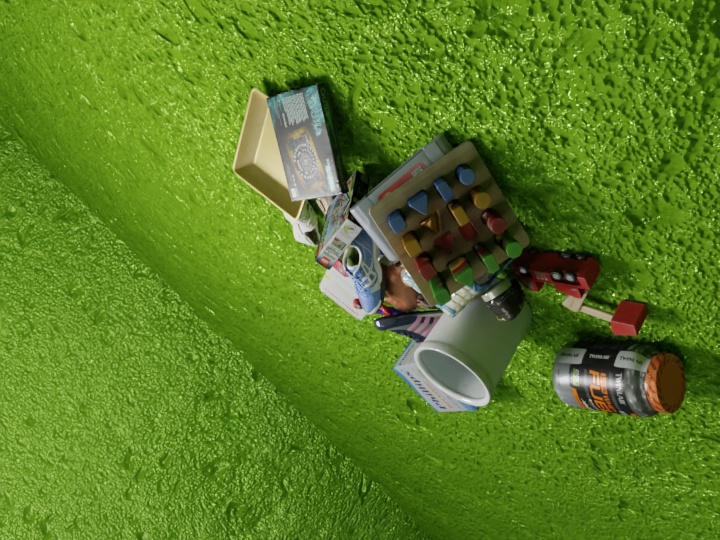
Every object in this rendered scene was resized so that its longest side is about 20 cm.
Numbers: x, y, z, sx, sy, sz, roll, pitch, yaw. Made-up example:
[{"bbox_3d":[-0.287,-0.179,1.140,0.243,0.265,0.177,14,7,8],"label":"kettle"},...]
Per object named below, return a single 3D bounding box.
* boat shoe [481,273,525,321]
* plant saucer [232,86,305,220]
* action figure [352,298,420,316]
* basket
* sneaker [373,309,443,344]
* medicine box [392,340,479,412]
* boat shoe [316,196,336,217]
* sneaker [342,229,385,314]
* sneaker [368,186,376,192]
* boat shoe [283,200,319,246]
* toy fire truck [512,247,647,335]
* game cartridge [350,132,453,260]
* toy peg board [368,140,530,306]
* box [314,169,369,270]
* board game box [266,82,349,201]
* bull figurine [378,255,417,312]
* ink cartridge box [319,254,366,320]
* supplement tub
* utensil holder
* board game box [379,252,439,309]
[{"bbox_3d":[0.256,0.050,1.035,0.061,0.071,0.201,56,-163,7],"label":"boat shoe"},{"bbox_3d":[-0.160,-0.240,1.198,0.199,0.048,0.202,38,127,18],"label":"plant saucer"},{"bbox_3d":[0.076,0.099,1.343,0.197,0.053,0.065,19,178,-9],"label":"action figure"},{"bbox_3d":[0.176,-0.035,1.062,0.176,0.139,0.201,39,128,10],"label":"basket"},{"bbox_3d":[0.125,0.132,1.283,0.070,0.196,0.084,176,92,-75],"label":"sneaker"},{"bbox_3d":[0.211,0.265,1.502,0.182,0.103,0.200,44,153,-7],"label":"medicine box"},{"bbox_3d":[-0.056,-0.151,1.256,0.071,0.076,0.202,21,139,41],"label":"boat shoe"},{"bbox_3d":[0.000,0.000,1.169,0.075,0.076,0.203,18,126,43],"label":"sneaker"},{"bbox_3d":[0.042,-0.117,1.099,0.200,0.076,0.080,-141,46,-65],"label":"sneaker"},{"bbox_3d":[-0.130,-0.126,1.397,0.069,0.071,0.201,28,160,21],"label":"boat shoe"},{"bbox_3d":[0.367,0.034,0.992,0.198,0.049,0.142,11,145,50],"label":"toy fire truck"},{"bbox_3d":[0.097,-0.114,0.982,0.133,0.199,0.041,47,-166,-16],"label":"game cartridge"},{"bbox_3d":[0.147,-0.062,0.926,0.200,0.198,0.098,55,-171,-14],"label":"toy peg board"},{"bbox_3d":[-0.032,-0.100,1.107,0.034,0.201,0.110,32,120,-16],"label":"box"},{"bbox_3d":[-0.099,-0.237,1.104,0.134,0.028,0.204,-1,109,37],"label":"board game box"},{"bbox_3d":[0.068,0.012,1.237,0.120,0.065,0.202,26,148,34],"label":"bull figurine"},{"bbox_3d":[-0.011,0.022,1.442,0.144,0.084,0.200,38,153,2],"label":"ink cartridge box"},{"bbox_3d":[0.454,0.190,1.036,0.123,0.123,0.199,50,152,-20],"label":"supplement tub"},{"bbox_3d":[0.229,0.136,1.166,0.168,0.201,0.171,31,152,18],"label":"utensil holder"},{"bbox_3d":[0.115,0.001,1.282,0.150,0.046,0.201,-3,131,54],"label":"board game box"}]
